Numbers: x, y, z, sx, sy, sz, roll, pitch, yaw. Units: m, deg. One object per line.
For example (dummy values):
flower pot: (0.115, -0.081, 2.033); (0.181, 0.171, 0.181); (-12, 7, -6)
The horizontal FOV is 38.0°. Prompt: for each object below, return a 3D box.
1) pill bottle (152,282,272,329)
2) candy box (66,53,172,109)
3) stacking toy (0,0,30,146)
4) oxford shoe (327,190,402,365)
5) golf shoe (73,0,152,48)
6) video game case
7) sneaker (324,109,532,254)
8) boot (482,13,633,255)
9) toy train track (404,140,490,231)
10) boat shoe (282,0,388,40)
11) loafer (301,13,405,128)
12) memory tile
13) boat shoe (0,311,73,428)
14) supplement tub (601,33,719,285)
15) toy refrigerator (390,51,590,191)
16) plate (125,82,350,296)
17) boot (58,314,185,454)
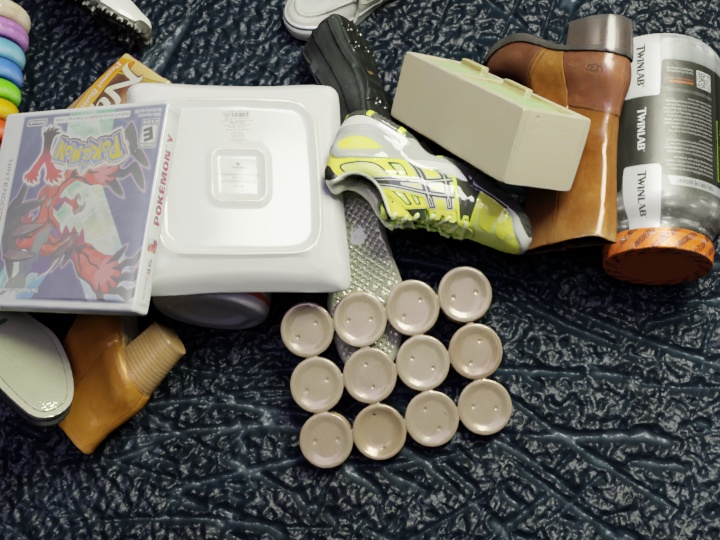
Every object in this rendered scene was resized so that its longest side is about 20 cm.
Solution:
pill bottle: (-0.129, -0.056, 0.989); (0.110, 0.112, 0.204); (2, 70, 8)
candy box: (-0.268, -0.118, 1.036); (0.200, 0.056, 0.115); (-45, 41, -9)
stacking toy: (-0.389, -0.179, 1.088); (0.084, 0.085, 0.204); (-6, 73, 5)
oxford shoe: (0.000, 0.000, 0.984); (0.074, 0.058, 0.204); (-10, 84, -2)
golf shoe: (-0.282, -0.321, 1.123); (0.199, 0.078, 0.095); (39, 79, 17)
video game case: (-0.253, -0.055, 0.918); (0.197, 0.023, 0.186); (0, 76, 29)
sneaker: (0.058, -0.060, 0.924); (0.198, 0.076, 0.077); (29, 71, 10)
boot: (0.170, -0.113, 0.954); (0.187, 0.068, 0.204); (0, 81, 50)
toy train track: (0.119, -0.095, 1.014); (0.198, 0.033, 0.115); (-32, 62, -10)
boat shoe: (0.007, -0.310, 1.073); (0.199, 0.086, 0.076); (-23, 69, -1)
loafer: (-0.008, -0.162, 1.033); (0.070, 0.068, 0.203); (-36, 58, 27)
memory tile: (0.032, 0.089, 0.943); (0.196, 0.017, 0.156); (-12, 88, 2)
boat shoe: (-0.324, 0.083, 0.971); (0.071, 0.068, 0.199); (-24, 47, -35)
supplement tub: (0.267, -0.098, 0.943); (0.120, 0.123, 0.204); (2, 70, 9)
toy refrigerator: (0.110, -0.139, 0.927); (0.200, 0.075, 0.071); (42, 122, 55)
plate: (-0.109, -0.080, 0.924); (0.196, 0.032, 0.204); (-1, 72, -10)
boot: (-0.262, 0.060, 0.992); (0.144, 0.071, 0.202); (-41, 59, 5)
